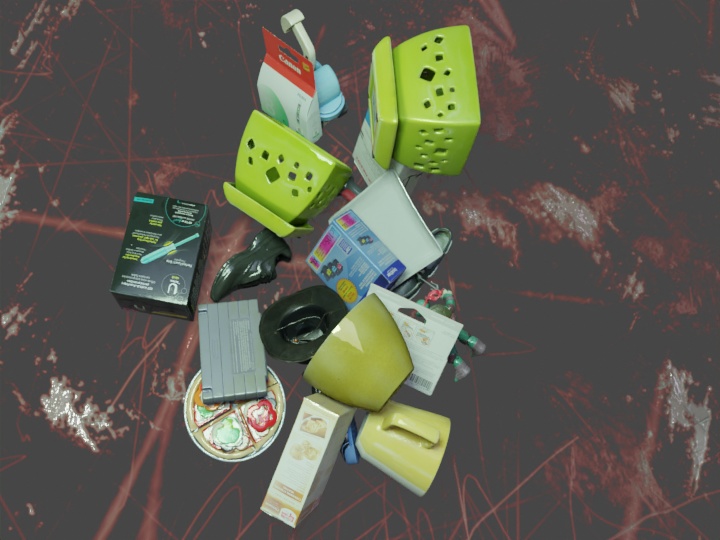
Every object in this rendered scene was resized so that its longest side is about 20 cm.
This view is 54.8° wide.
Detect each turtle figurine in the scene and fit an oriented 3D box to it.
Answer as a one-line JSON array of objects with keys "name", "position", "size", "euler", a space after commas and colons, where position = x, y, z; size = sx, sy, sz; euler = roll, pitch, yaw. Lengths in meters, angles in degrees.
[{"name": "turtle figurine", "position": [0.160, 0.118, 1.412], "size": [0.150, 0.101, 0.200], "euler": [-45, 95, -5]}]

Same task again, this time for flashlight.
[{"name": "flashlight", "position": [-0.002, -0.136, 1.491], "size": [0.199, 0.069, 0.067], "euler": [42, 44, 10]}]

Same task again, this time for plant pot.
[{"name": "plant pot", "position": [0.107, -0.303, 1.275], "size": [0.175, 0.200, 0.206], "euler": [-3, 71, -5]}, {"name": "plant pot", "position": [0.013, 0.166, 1.238], "size": [0.141, 0.201, 0.200], "euler": [41, 70, 12]}, {"name": "plant pot", "position": [-0.150, -0.180, 1.396], "size": [0.197, 0.199, 0.185], "euler": [31, 98, 7]}]

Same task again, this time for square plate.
[{"name": "square plate", "position": [0.051, -0.071, 1.424], "size": [0.203, 0.196, 0.028], "euler": [59, 31, 6]}]

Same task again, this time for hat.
[{"name": "hat", "position": [-0.101, 0.124, 1.360], "size": [0.195, 0.082, 0.203], "euler": [-12, 39, 10]}]

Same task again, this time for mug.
[{"name": "mug", "position": [0.079, 0.304, 1.294], "size": [0.150, 0.190, 0.150], "euler": [24, 32, 2]}]

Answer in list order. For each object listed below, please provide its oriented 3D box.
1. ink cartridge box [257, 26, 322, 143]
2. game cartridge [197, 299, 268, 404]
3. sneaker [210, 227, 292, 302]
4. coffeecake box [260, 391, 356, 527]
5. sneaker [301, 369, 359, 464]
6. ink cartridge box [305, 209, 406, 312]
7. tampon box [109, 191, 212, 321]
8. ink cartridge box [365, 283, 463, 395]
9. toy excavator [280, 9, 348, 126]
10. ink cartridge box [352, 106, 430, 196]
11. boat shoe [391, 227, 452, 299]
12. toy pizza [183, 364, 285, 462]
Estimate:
[{"name": "ink cartridge box", "position": [-0.155, -0.380, 1.452], "size": [0.160, 0.202, 0.050], "euler": [40, 69, 23]}, {"name": "game cartridge", "position": [-0.247, 0.154, 1.346], "size": [0.126, 0.039, 0.205], "euler": [-2, 57, -14]}, {"name": "sneaker", "position": [-0.219, -0.001, 1.404], "size": [0.091, 0.076, 0.200], "euler": [45, 72, 4]}, {"name": "coffeecake box", "position": [-0.087, 0.327, 1.234], "size": [0.071, 0.153, 0.205], "euler": [22, 91, 12]}, {"name": "sneaker", "position": [-0.056, 0.279, 1.345], "size": [0.076, 0.070, 0.206], "euler": [-16, 79, 8]}, {"name": "ink cartridge box", "position": [0.000, 0.000, 1.396], "size": [0.200, 0.137, 0.076], "euler": [45, 42, 7]}, {"name": "tampon box", "position": [-0.382, -0.024, 1.355], "size": [0.145, 0.127, 0.206], "euler": [10, 71, -5]}, {"name": "ink cartridge box", "position": [0.083, 0.128, 1.359], "size": [0.195, 0.180, 0.045], "euler": [24, 27, 3]}, {"name": "toy excavator", "position": [-0.103, -0.430, 1.495], "size": [0.099, 0.201, 0.196], "euler": [-32, 79, -18]}, {"name": "ink cartridge box", "position": [0.064, -0.247, 1.463], "size": [0.083, 0.201, 0.149], "euler": [-25, 77, -18]}, {"name": "boat shoe", "position": [0.123, -0.014, 1.468], "size": [0.075, 0.060, 0.202], "euler": [35, 70, 4]}, {"name": "toy pizza", "position": [-0.240, 0.260, 1.334], "size": [0.194, 0.032, 0.206], "euler": [3, 72, -8]}]
